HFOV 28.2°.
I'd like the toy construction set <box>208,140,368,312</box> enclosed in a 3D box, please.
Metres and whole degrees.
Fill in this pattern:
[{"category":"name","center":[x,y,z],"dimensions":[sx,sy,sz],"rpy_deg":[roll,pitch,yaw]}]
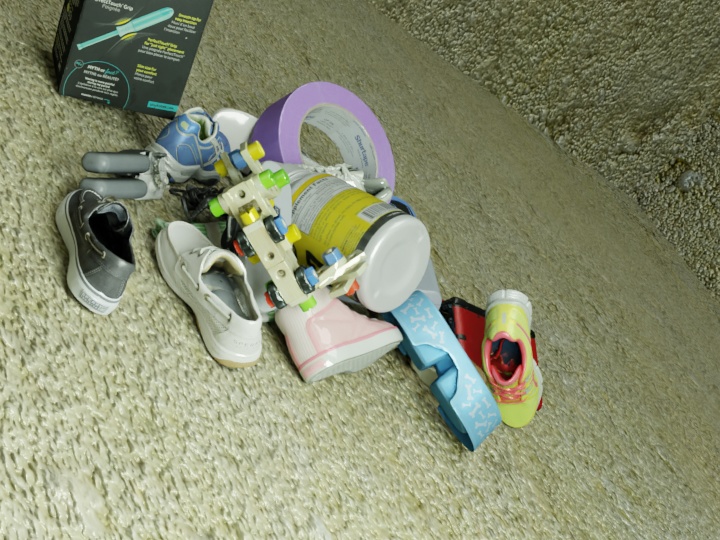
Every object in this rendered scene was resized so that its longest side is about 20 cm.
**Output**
[{"category":"toy construction set","center":[-0.080,-0.034,1.472],"dimensions":[0.200,0.092,0.131],"rpy_deg":[45,14,-14]}]

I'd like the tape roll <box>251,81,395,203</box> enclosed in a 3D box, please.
[{"category":"tape roll","center":[-0.048,-0.144,1.899],"dimensions":[0.198,0.065,0.203],"rpy_deg":[18,61,-37]}]

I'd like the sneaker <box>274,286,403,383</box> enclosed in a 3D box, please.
[{"category":"sneaker","center":[-0.026,0.058,1.574],"dimensions":[0.105,0.075,0.200],"rpy_deg":[58,24,12]}]

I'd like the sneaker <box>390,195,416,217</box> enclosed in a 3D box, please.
[{"category":"sneaker","center":[0.019,-0.067,2.042],"dimensions":[0.199,0.070,0.078],"rpy_deg":[13,35,-46]}]

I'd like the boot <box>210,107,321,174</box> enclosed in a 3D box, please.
[{"category":"boot","center":[-0.134,-0.160,1.949],"dimensions":[0.199,0.073,0.090],"rpy_deg":[35,3,-27]}]

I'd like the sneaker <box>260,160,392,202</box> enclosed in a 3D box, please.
[{"category":"sneaker","center":[-0.046,-0.105,1.776],"dimensions":[0.198,0.081,0.076],"rpy_deg":[15,43,-39]}]

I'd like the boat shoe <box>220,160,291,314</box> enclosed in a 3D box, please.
[{"category":"boat shoe","center":[-0.119,-0.029,1.555],"dimensions":[0.072,0.067,0.202],"rpy_deg":[37,40,-38]}]

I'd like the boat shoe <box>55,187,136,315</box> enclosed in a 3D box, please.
[{"category":"boat shoe","center":[-0.244,-0.036,1.355],"dimensions":[0.070,0.066,0.201],"rpy_deg":[34,17,-24]}]

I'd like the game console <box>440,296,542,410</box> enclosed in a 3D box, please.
[{"category":"game console","center":[0.145,0.106,1.961],"dimensions":[0.199,0.118,0.175],"rpy_deg":[22,56,-47]}]

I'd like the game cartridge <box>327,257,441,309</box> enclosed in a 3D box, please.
[{"category":"game cartridge","center":[0.000,0.000,1.745],"dimensions":[0.197,0.042,0.133],"rpy_deg":[13,19,-10]}]

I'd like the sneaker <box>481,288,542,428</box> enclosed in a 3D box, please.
[{"category":"sneaker","center":[0.183,0.127,1.794],"dimensions":[0.091,0.077,0.202],"rpy_deg":[-75,157,-53]}]

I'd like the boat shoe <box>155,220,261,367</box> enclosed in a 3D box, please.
[{"category":"boat shoe","center":[-0.145,0.007,1.440],"dimensions":[0.070,0.070,0.201],"rpy_deg":[-5,43,-35]}]

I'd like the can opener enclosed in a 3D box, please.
[{"category":"can opener","center":[-0.256,-0.102,1.539],"dimensions":[0.065,0.053,0.200],"rpy_deg":[7,6,11]}]

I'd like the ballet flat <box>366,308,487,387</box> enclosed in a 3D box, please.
[{"category":"ballet flat","center":[0.072,0.095,1.767],"dimensions":[0.200,0.068,0.072],"rpy_deg":[47,32,2]}]

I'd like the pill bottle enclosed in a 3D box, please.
[{"category":"pill bottle","center":[-0.027,-0.043,1.627],"dimensions":[0.199,0.115,0.114],"rpy_deg":[29,7,36]}]

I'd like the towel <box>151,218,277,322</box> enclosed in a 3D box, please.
[{"category":"towel","center":[-0.136,-0.002,1.594],"dimensions":[0.153,0.023,0.199],"rpy_deg":[47,17,16]}]

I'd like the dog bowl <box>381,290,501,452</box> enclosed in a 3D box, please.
[{"category":"dog bowl","center":[0.095,0.111,1.655],"dimensions":[0.201,0.049,0.112],"rpy_deg":[57,-8,5]}]

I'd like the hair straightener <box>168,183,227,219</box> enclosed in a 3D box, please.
[{"category":"hair straightener","center":[-0.175,-0.076,1.662],"dimensions":[0.076,0.042,0.200],"rpy_deg":[8,9,14]}]

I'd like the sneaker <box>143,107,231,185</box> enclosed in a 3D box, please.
[{"category":"sneaker","center":[-0.194,-0.154,1.754],"dimensions":[0.076,0.077,0.200],"rpy_deg":[40,15,4]}]

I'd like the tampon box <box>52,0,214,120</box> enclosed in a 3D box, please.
[{"category":"tampon box","center":[-0.268,-0.308,1.701],"dimensions":[0.148,0.202,0.127],"rpy_deg":[11,28,-24]}]
